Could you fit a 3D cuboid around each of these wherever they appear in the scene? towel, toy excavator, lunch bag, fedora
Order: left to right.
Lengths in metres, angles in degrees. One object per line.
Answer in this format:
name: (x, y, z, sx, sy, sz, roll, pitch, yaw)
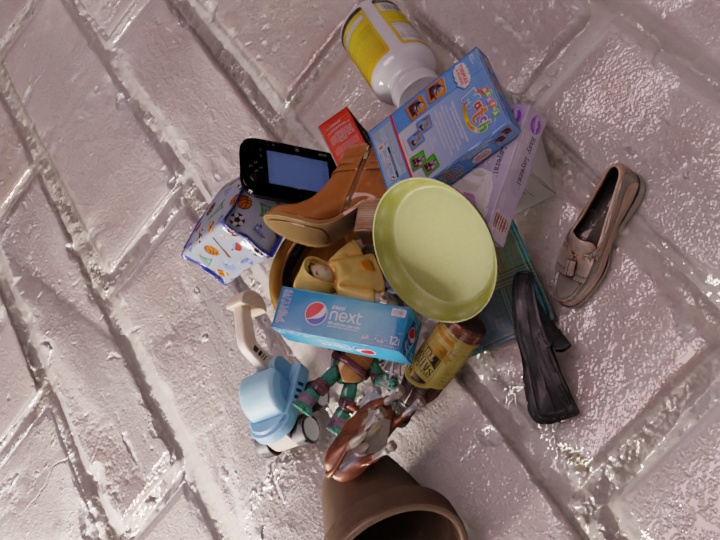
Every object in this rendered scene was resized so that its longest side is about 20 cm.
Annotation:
lunch bag: (-0.183, -0.097, 1.713, 0.169, 0.123, 0.202, -27, 35, 49)
toy excavator: (-0.142, 0.155, 1.569, 0.099, 0.200, 0.196, -20, 38, 32)
fedora: (-0.053, 0.005, 1.621, 0.199, 0.082, 0.203, -19, 55, 29)
towel: (0.170, 0.005, 1.426, 0.146, 0.022, 0.202, -26, 83, 29)

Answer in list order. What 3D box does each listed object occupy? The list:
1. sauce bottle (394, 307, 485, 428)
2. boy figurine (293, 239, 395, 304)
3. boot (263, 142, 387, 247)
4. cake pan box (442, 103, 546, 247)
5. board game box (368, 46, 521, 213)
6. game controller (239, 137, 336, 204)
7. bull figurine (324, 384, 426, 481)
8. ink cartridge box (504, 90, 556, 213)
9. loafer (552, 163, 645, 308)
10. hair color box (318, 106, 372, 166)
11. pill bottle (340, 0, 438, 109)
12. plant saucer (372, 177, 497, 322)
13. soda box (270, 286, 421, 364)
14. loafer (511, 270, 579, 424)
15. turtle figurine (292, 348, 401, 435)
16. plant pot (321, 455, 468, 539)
sauce bottle: (0.098, 0.140, 1.440, 0.201, 0.065, 0.066, -57, 47, 26)
boy figurine: (0.000, 0.000, 1.502, 0.065, 0.197, 0.126, 101, 163, -51)
boot: (-0.035, -0.117, 1.508, 0.197, 0.074, 0.157, 5, 63, 11)
cake pan box: (0.144, -0.138, 1.412, 0.183, 0.052, 0.202, 12, 76, 43)
board game box: (0.110, -0.189, 1.408, 0.199, 0.036, 0.153, -36, 49, 24)
game controller: (-0.102, -0.153, 1.652, 0.042, 0.198, 0.106, -34, 53, 55)
bull figurine: (0.017, 0.210, 1.387, 0.065, 0.200, 0.121, 46, 122, -6)
ink cartridge box: (0.169, -0.143, 1.493, 0.199, 0.083, 0.148, -26, 60, 31)
loafer: (0.303, -0.049, 1.363, 0.072, 0.063, 0.202, 31, 94, 42)
hair color box: (0.011, -0.149, 1.609, 0.061, 0.101, 0.201, -32, 56, 11)
pill bottle: (0.053, -0.335, 1.640, 0.112, 0.112, 0.201, -43, 52, 18)
plant saucer: (0.102, -0.030, 1.355, 0.198, 0.031, 0.203, 20, 123, 34)
soda box: (-0.020, 0.076, 1.442, 0.197, 0.068, 0.065, 10, 74, 22)
loafer: (0.241, 0.098, 1.347, 0.069, 0.068, 0.203, -12, 81, 14)
turtle figurine: (-0.009, 0.140, 1.527, 0.149, 0.101, 0.201, 31, 81, 7)
plant pot: (0.023, 0.339, 1.385, 0.201, 0.199, 0.175, -52, 32, 11)
